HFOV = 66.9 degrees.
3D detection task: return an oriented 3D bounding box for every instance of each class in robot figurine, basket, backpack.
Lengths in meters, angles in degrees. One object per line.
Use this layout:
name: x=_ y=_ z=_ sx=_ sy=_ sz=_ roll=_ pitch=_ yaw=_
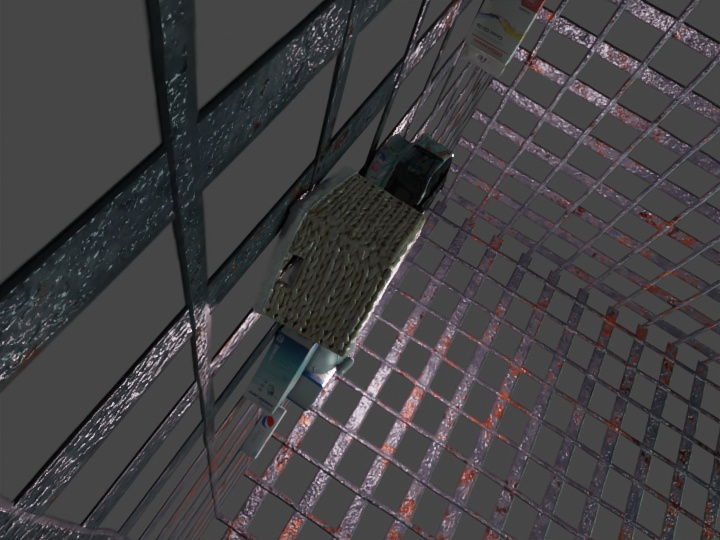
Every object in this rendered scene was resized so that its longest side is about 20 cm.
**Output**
robot figurine: x=-0.089 y=0.197 z=1.426 sx=0.113 sy=0.170 sz=0.200 roll=-53 pitch=169 yaw=34
basket: x=-0.028 y=-0.017 z=0.818 sx=0.199 sy=0.160 sz=0.200 roll=-62 pitch=176 yaw=33
backpack: x=0.091 y=-0.177 z=1.074 sx=0.200 sy=0.150 sz=0.178 roll=-45 pitch=171 yaw=-40

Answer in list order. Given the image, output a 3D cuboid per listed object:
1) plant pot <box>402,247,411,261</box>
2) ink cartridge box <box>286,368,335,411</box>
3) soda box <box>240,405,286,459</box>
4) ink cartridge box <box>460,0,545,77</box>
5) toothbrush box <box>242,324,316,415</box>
plant pot: x=0.117 y=-0.097 z=2.028 sx=0.201 sy=0.134 sz=0.200 roll=-58 pitch=176 yaw=-7
ink cartridge box: x=-0.161 y=0.281 z=1.477 sx=0.084 sy=0.144 sz=0.200 roll=-57 pitch=175 yaw=6
soda box: x=-0.349 y=0.576 z=1.968 sx=0.200 sy=0.064 sz=0.068 roll=-56 pitch=175 yaw=-18
ink cartridge box: x=0.316 y=-0.549 z=1.231 sx=0.200 sy=0.116 sz=0.068 roll=-62 pitch=175 yaw=34
toothbrush box: x=-0.172 y=0.210 z=1.270 sx=0.200 sy=0.085 sz=0.146 roll=-58 pitch=176 yaw=20
